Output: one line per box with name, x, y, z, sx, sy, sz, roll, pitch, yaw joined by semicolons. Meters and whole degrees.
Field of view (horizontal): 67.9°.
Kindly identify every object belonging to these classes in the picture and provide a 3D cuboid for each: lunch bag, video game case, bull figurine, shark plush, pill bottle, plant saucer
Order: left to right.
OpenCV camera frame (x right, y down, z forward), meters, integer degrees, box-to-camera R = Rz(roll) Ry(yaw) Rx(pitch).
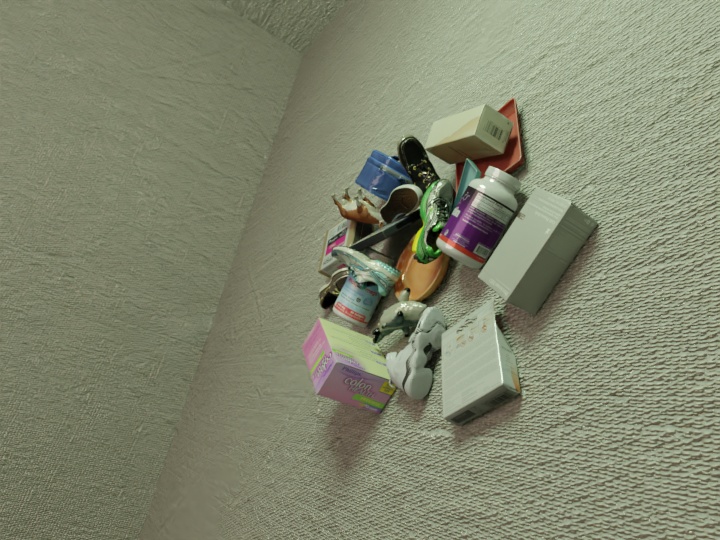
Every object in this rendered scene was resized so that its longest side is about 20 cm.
bull figurine;-0.001;-0.185;1.575;0.200;0.122;0.065;8;48;47
pill bottle;0.012;0.044;1.456;0.201;0.108;0.109;-64;25;5
video game case;0.070;-0.105;1.438;0.180;0.026;0.200;-31;5;-34
lunch bag;0.085;-0.273;1.553;0.133;0.135;0.200;-62;25;9
shark plush;0.087;0.135;1.266;0.200;0.083;0.091;-47;15;31
plant saucer;0.154;-0.009;1.310;0.200;0.037;0.201;-43;34;39
plant saucer;0.232;-0.147;1.212;0.070;0.019;0.201;-105;22;-54
pill bottle;0.251;-0.111;1.119;0.201;0.112;0.112;-61;26;10
plant saucer;0.302;-0.268;1.245;0.199;0.037;0.201;-37;37;46

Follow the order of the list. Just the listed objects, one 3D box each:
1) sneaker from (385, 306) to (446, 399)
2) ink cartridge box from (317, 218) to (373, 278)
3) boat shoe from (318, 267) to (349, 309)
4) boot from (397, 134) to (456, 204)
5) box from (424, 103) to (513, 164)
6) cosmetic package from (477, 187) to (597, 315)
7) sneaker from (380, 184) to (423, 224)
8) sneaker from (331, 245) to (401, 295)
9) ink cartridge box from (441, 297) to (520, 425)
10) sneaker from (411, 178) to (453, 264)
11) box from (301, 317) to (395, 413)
sneaker;0.116;0.175;1.179;0.115;0.075;0.201;-1;71;60
ink cartridge box;-0.047;-0.081;1.718;0.200;0.075;0.165;-29;43;51
boat shoe;-0.072;0.057;1.656;0.200;0.072;0.060;-42;40;48
boot;0.167;-0.230;1.321;0.073;0.200;0.151;-28;35;-3
box;0.247;-0.311;1.241;0.200;0.095;0.078;6;74;65
cosmetic package;0.315;-0.034;0.963;0.200;0.090;0.107;-58;29;10
sneaker;0.121;-0.186;1.390;0.085;0.073;0.200;-31;2;-23
sneaker;0.000;0.000;1.366;0.199;0.078;0.087;24;88;26
ink cartridge box;0.222;0.175;1.025;0.162;0.050;0.200;-44;25;39
sneaker;0.181;-0.113;1.218;0.085;0.078;0.201;169;114;-68
box;-0.030;0.229;1.301;0.097;0.175;0.200;-59;27;13
